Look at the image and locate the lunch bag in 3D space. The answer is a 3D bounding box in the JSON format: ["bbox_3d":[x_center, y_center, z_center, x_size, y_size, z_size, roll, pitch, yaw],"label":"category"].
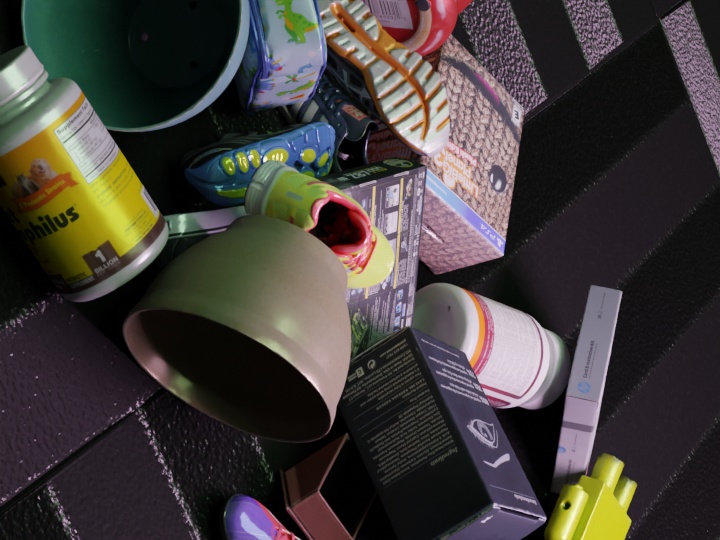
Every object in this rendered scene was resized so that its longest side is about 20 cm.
[{"bbox_3d":[-0.089,-0.245,1.653,0.081,0.200,0.163,-11,84,-9],"label":"lunch bag"}]

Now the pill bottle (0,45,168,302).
[{"bbox_3d":[-0.252,-0.082,1.445,0.201,0.108,0.109,58,40,-20],"label":"pill bottle"}]

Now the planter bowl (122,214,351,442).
[{"bbox_3d":[-0.089,0.039,1.519,0.200,0.199,0.136,46,56,-32],"label":"planter bowl"}]

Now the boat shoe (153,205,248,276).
[{"bbox_3d":[-0.117,-0.024,1.628,0.198,0.073,0.069,-10,90,-54],"label":"boat shoe"}]

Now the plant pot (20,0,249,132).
[{"bbox_3d":[-0.181,-0.218,1.541,0.135,0.198,0.202,6,71,-77],"label":"plant pot"}]

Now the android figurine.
[{"bbox_3d":[0.252,0.312,1.964,0.201,0.041,0.182,-64,148,-16],"label":"android figurine"}]

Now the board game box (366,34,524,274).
[{"bbox_3d":[0.087,-0.128,1.904,0.159,0.096,0.202,38,50,-38],"label":"board game box"}]

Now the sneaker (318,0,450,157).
[{"bbox_3d":[0.018,-0.198,1.799,0.078,0.077,0.201,-35,85,-25],"label":"sneaker"}]

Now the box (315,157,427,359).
[{"bbox_3d":[0.000,0.000,1.726,0.161,0.049,0.202,-21,121,-54],"label":"box"}]

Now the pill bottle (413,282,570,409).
[{"bbox_3d":[0.135,0.087,1.881,0.199,0.109,0.111,20,62,-47],"label":"pill bottle"}]

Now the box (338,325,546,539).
[{"bbox_3d":[0.074,0.174,1.686,0.148,0.104,0.201,28,33,-60],"label":"box"}]

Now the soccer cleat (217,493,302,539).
[{"bbox_3d":[-0.055,0.276,1.602,0.201,0.073,0.068,55,42,-24],"label":"soccer cleat"}]

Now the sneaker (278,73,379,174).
[{"bbox_3d":[-0.030,-0.163,1.777,0.075,0.084,0.202,-32,103,-51],"label":"sneaker"}]

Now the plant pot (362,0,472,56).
[{"bbox_3d":[0.042,-0.342,1.841,0.201,0.199,0.183,51,48,-28],"label":"plant pot"}]

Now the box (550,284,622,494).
[{"bbox_3d":[0.256,0.139,1.984,0.201,0.041,0.157,88,16,-52],"label":"box"}]

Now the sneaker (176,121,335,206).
[{"bbox_3d":[-0.096,-0.111,1.672,0.199,0.082,0.072,-17,122,-48],"label":"sneaker"}]

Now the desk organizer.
[{"bbox_3d":[0.009,0.260,1.666,0.201,0.077,0.072,56,6,-23],"label":"desk organizer"}]

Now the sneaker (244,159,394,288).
[{"bbox_3d":[-0.019,-0.028,1.574,0.200,0.090,0.079,31,81,-51],"label":"sneaker"}]
